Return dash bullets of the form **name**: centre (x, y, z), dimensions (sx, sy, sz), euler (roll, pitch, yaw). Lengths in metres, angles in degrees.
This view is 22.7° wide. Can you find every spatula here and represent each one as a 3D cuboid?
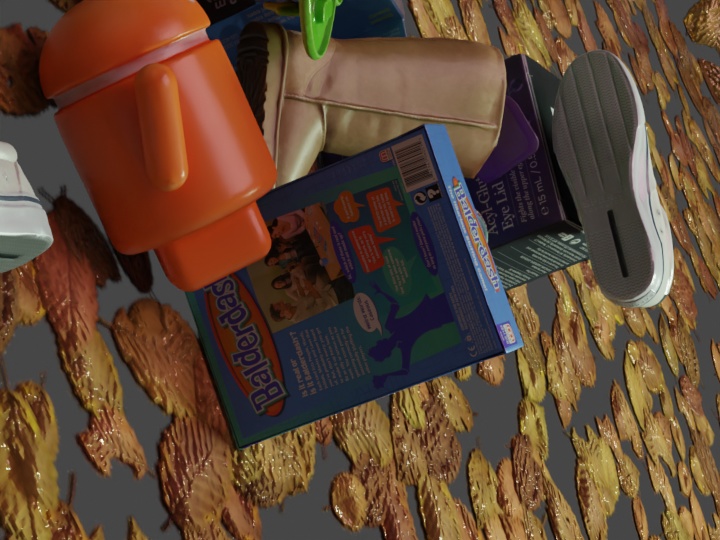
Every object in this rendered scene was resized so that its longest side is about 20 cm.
- **spatula**: centre (0.048, -0.066, 1.369), dimensions (0.057, 0.199, 0.021), euler (60, 23, 8)

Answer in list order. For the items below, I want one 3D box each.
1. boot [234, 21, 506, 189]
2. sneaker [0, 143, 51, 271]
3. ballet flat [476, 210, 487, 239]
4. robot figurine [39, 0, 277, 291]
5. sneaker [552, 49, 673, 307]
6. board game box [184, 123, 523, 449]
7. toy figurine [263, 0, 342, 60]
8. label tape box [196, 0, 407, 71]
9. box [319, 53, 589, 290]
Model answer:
- **boot**: centre (0.005, -0.085, 1.269), dimensions (0.199, 0.066, 0.177), euler (5, 100, -31)
- **sneaker**: centre (-0.225, -0.040, 0.882), dimensions (0.071, 0.073, 0.200), euler (64, 12, 11)
- **ballet flat**: centre (0.000, 0.000, 1.324), dimensions (0.199, 0.072, 0.073), euler (-20, 88, -26)
- **robot figurine**: centre (-0.124, -0.090, 1.099), dimensions (0.201, 0.116, 0.144), euler (66, 29, -8)
- **sneaker**: centre (0.191, -0.065, 1.358), dimensions (0.071, 0.072, 0.202), euler (27, 55, -65)
- **board game box**: centre (-0.013, 0.012, 1.157), dimensions (0.045, 0.199, 0.153), euler (-11, 81, -68)
- **toy figurine**: centre (-0.108, -0.222, 1.184), dimensions (0.200, 0.182, 0.152), euler (-55, 148, -78)
- **label tape box**: centre (-0.051, -0.226, 1.352), dimensions (0.066, 0.142, 0.201), euler (36, 39, -55)
- **box**: centre (0.083, -0.060, 1.440), dimensions (0.104, 0.199, 0.149), euler (23, 49, -57)
